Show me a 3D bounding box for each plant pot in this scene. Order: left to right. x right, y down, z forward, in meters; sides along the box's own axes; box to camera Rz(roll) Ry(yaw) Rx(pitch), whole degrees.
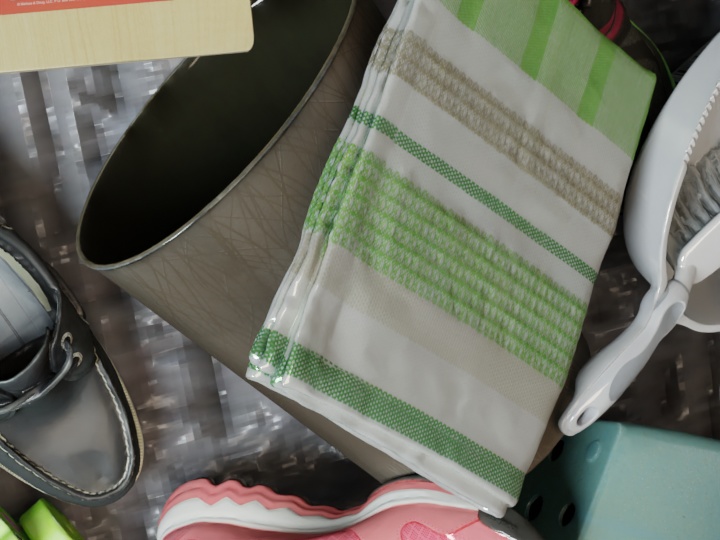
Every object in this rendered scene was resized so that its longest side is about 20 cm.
[{"bbox_3d":[0.157,0.148,0.787,0.199,0.141,0.142,29,77,-22],"label":"plant pot"}]

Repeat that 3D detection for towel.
[{"bbox_3d":[0.041,-0.021,0.663,0.149,0.031,0.202,33,70,-39],"label":"towel"}]

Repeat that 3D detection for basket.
[{"bbox_3d":[0.000,0.000,0.725,0.200,0.135,0.181,49,47,-26],"label":"basket"}]

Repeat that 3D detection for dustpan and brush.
[{"bbox_3d":[0.146,-0.008,0.744,0.200,0.057,0.140,-42,132,-9],"label":"dustpan and brush"}]

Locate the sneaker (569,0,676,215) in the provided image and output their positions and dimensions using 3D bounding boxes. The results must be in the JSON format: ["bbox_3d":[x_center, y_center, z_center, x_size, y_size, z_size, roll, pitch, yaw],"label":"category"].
[{"bbox_3d":[0.085,-0.113,0.751,0.076,0.084,0.202,-15,106,28],"label":"sneaker"}]

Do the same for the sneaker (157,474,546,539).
[{"bbox_3d":[-0.009,0.144,0.721,0.074,0.198,0.087,63,36,-36],"label":"sneaker"}]

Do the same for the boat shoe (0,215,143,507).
[{"bbox_3d":[-0.154,0.027,0.713,0.074,0.066,0.201,-31,108,-11],"label":"boat shoe"}]

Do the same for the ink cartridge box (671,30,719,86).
[{"bbox_3d":[0.258,-0.063,0.851,0.199,0.041,0.201,-40,113,-8],"label":"ink cartridge box"}]

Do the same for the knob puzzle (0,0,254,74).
[{"bbox_3d":[-0.140,-0.183,0.691,0.217,0.030,0.222,0,95,-2],"label":"knob puzzle"}]

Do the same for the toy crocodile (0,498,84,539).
[{"bbox_3d":[-0.130,0.168,0.750,0.067,0.062,0.201,-38,109,-9],"label":"toy crocodile"}]
